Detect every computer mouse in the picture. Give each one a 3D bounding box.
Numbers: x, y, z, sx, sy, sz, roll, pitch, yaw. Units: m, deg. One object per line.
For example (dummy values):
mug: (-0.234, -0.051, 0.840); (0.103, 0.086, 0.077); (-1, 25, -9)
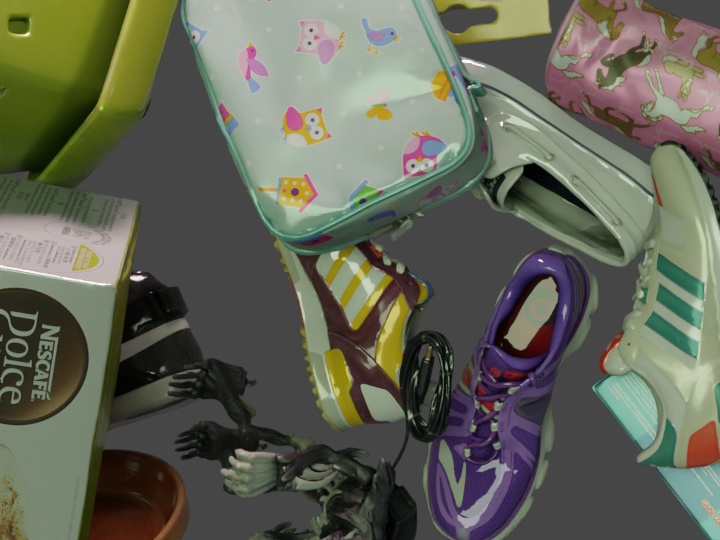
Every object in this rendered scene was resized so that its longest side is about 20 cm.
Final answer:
computer mouse: (0.026, 0.128, 1.359); (0.059, 0.034, 0.201); (39, 120, 38)

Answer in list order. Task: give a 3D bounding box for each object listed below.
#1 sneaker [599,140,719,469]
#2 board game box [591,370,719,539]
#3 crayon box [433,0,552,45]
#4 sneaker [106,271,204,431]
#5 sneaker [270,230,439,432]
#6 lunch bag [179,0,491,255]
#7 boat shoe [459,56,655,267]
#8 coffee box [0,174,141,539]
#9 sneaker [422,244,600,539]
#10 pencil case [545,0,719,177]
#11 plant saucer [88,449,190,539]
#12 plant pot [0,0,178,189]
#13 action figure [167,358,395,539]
sneaker: (0.183, 0.024, 1.279); (0.093, 0.070, 0.201); (-13, 85, 9)
board game box: (0.269, 0.071, 1.312); (0.200, 0.047, 0.151); (-39, 77, 10)
crayon box: (0.062, -0.242, 1.389); (0.126, 0.051, 0.201); (-4, 85, 16)
sneaker: (-0.206, 0.060, 1.440); (0.199, 0.073, 0.112); (-17, 79, 6)
sneaker: (0.000, 0.000, 1.384); (0.090, 0.075, 0.201); (-15, 91, 12)
lunch bag: (-0.011, -0.115, 1.325); (0.160, 0.077, 0.201); (-24, 74, 4)
boat shoe: (0.100, -0.070, 1.346); (0.200, 0.074, 0.065); (27, 53, 17)
coffee box: (-0.246, 0.059, 1.278); (0.197, 0.200, 0.200); (10, 105, -5)
sneaker: (0.087, 0.077, 1.345); (0.080, 0.083, 0.201); (18, 92, 16)
pencil case: (0.212, -0.113, 1.323); (0.199, 0.083, 0.087); (22, 62, 17)
plant saucer: (-0.206, 0.179, 1.373); (0.199, 0.200, 0.032); (-9, 113, 15)
plant pot: (-0.221, -0.164, 1.339); (0.181, 0.199, 0.201); (22, 64, -17)
action figure: (-0.049, 0.144, 1.341); (0.200, 0.102, 0.119); (37, 133, 38)
